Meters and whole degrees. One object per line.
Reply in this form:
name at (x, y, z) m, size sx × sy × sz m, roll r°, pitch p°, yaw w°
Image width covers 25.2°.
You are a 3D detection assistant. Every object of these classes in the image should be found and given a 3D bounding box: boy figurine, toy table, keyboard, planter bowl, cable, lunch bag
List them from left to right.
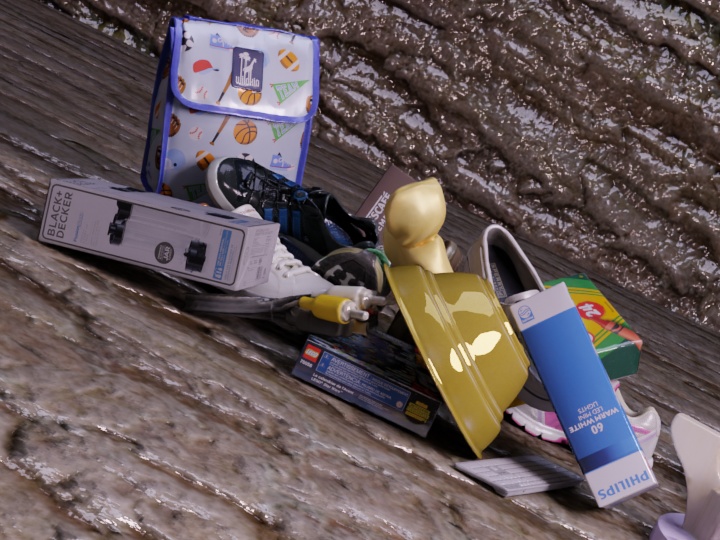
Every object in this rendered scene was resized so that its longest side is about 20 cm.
lunch bag at (-0.140, -0.167, 1.740) m, size 0.169 × 0.201 × 0.124 m, roll 6°, pitch 18°, yaw -19°
cable at (-0.062, 0.026, 1.490) m, size 0.199 × 0.051 × 0.097 m, roll 10°, pitch 11°, yaw 23°
boy figurine at (0.063, -0.011, 1.602) m, size 0.124 × 0.064 × 0.200 m, roll 48°, pitch -20°, yaw 50°
planter bowl at (0.102, 0.066, 1.485) m, size 0.201 × 0.083 × 0.200 m, roll 63°, pitch 5°, yaw -10°
keyboard at (0.149, 0.187, 1.487) m, size 0.056 × 0.011 × 0.200 m, roll 30°, pitch 10°, yaw 26°
toy table at (0.350, 0.225, 1.491) m, size 0.183 × 0.117 × 0.200 m, roll 27°, pitch 10°, yaw 8°

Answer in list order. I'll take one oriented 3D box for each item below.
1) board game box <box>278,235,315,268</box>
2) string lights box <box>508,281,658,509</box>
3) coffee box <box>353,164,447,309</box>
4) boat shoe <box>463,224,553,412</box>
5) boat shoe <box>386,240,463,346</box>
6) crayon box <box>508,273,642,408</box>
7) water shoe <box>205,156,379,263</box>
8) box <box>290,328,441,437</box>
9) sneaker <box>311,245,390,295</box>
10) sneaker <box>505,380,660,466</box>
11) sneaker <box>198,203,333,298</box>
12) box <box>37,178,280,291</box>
board game box at (-0.109, -0.019, 1.781) m, size 0.199 × 0.062 × 0.200 m, roll 28°, pitch 9°, yaw 18°
string lights box at (0.208, 0.119, 1.498) m, size 0.201 × 0.059 × 0.103 m, roll 66°, pitch 7°, yaw 13°
coffee box at (0.030, -0.034, 1.863) m, size 0.080 × 0.113 × 0.200 m, roll 36°, pitch -11°, yaw 5°
boat shoe at (0.162, 0.044, 1.607) m, size 0.072 × 0.066 × 0.201 m, roll -8°, pitch 58°, yaw -16°
boat shoe at (0.085, 0.032, 1.760) m, size 0.064 × 0.071 × 0.200 m, roll 35°, pitch -26°, yaw 5°
crayon box at (0.176, 0.077, 1.681) m, size 0.199 × 0.051 × 0.127 m, roll -14°, pitch 41°, yaw -19°
water shoe at (-0.067, -0.072, 1.686) m, size 0.200 × 0.072 × 0.079 m, roll 28°, pitch -36°, yaw -28°
box at (0.010, 0.092, 1.545) m, size 0.137 × 0.040 × 0.200 m, roll 26°, pitch 9°, yaw -2°
sneaker at (0.000, 0.000, 1.660) m, size 0.077 × 0.089 × 0.200 m, roll 36°, pitch -17°, yaw 3°
sneaker at (0.232, 0.144, 1.711) m, size 0.199 × 0.088 × 0.081 m, roll 27°, pitch 9°, yaw 8°
sneaker at (-0.103, -0.015, 1.607) m, size 0.199 × 0.085 × 0.073 m, roll 20°, pitch 19°, yaw 29°
box at (-0.189, -0.037, 1.522) m, size 0.199 × 0.060 × 0.117 m, roll 14°, pitch 6°, yaw 12°
